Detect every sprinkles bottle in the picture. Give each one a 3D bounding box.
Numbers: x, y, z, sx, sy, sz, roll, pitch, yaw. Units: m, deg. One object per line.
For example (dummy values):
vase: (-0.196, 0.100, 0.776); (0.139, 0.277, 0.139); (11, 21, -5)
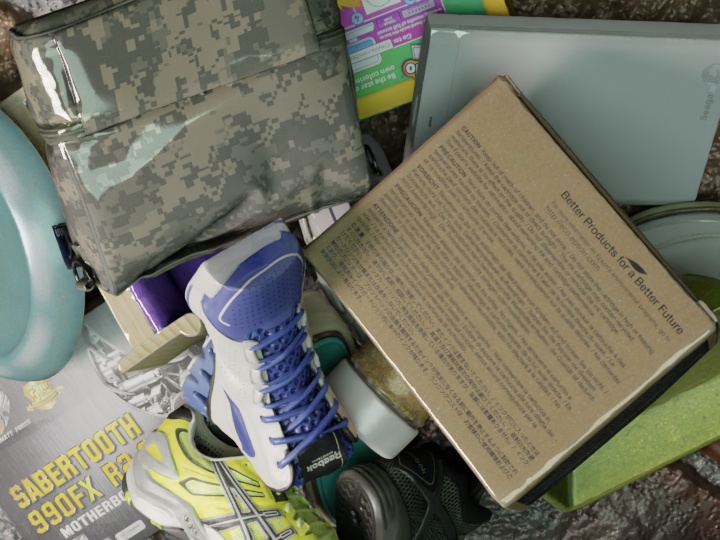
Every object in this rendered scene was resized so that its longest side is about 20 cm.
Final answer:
sprinkles bottle: (0.064, 0.028, 1.124); (0.068, 0.068, 0.200); (44, 93, -11)

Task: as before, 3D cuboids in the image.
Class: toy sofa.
toy sofa: (-0.150, -0.042, 1.135); (0.097, 0.083, 0.201); (-32, 83, 13)

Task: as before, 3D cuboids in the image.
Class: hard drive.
hard drive: (0.132, -0.101, 1.128); (0.198, 0.026, 0.133); (1, 130, -9)

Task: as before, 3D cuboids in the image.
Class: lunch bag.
lunch bag: (-0.099, -0.092, 1.040); (0.198, 0.139, 0.169); (-21, 101, -12)

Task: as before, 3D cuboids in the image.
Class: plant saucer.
plant saucer: (-0.253, -0.017, 1.145); (0.199, 0.027, 0.202); (23, 124, 38)
plant saucer: (0.183, 0.076, 1.163); (0.199, 0.200, 0.048); (-28, 60, 14)

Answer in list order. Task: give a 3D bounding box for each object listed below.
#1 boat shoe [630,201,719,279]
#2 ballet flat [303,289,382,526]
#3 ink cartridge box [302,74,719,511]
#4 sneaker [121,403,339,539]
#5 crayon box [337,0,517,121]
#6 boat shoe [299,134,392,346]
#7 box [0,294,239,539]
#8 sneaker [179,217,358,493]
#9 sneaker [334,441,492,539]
boat shoe: (0.171, 0.013, 1.173); (0.198, 0.069, 0.075); (-16, 123, 10)
ballet flat: (-0.023, 0.094, 1.211); (0.069, 0.070, 0.201); (-5, 132, 4)
ink cartridge box: (0.090, 0.015, 1.045); (0.164, 0.075, 0.200); (-39, 73, 3)
sneaker: (-0.064, 0.163, 1.160); (0.199, 0.075, 0.077); (29, 103, 10)
crayon box: (-0.003, -0.162, 1.137); (0.198, 0.058, 0.120); (-20, 106, 8)
boat shoe: (0.000, 0.000, 1.186); (0.065, 0.072, 0.201); (2, 129, 36)
box: (-0.172, 0.106, 1.231); (0.199, 0.048, 0.159); (-32, 102, 11)
sneaker: (-0.046, 0.064, 1.065); (0.080, 0.200, 0.115); (-32, 67, -25)
sneaker: (0.037, 0.199, 1.238); (0.113, 0.076, 0.201); (-20, 134, -28)
